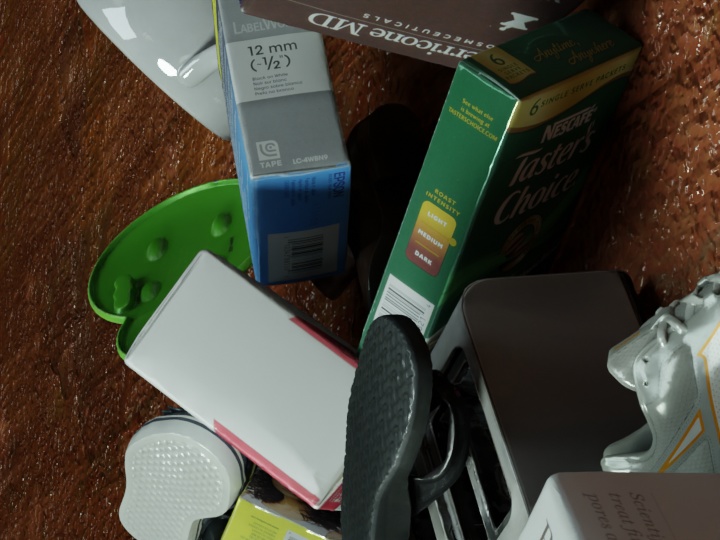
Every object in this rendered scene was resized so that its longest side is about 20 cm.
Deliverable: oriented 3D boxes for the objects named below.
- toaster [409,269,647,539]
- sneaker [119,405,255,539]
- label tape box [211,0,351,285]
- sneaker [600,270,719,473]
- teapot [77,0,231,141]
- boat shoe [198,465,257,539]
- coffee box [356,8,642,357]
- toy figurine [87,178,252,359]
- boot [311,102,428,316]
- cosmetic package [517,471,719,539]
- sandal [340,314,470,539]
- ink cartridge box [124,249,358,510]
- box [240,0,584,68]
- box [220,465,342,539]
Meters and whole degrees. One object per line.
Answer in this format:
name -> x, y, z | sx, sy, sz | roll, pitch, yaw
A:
toaster -> 0.090, 0.126, 0.988 | 0.181, 0.118, 0.200 | 115, 148, -45
sneaker -> -0.108, 0.121, 1.252 | 0.079, 0.078, 0.200 | -54, 0, -28
label tape box -> -0.053, -0.112, 1.210 | 0.143, 0.066, 0.200 | 92, 169, -63
sneaker -> 0.158, 0.029, 0.837 | 0.076, 0.092, 0.200 | -50, -24, -65
teapot -> -0.110, -0.205, 1.465 | 0.146, 0.197, 0.200 | -46, 68, 5
boat shoe -> -0.091, 0.182, 1.368 | 0.199, 0.074, 0.066 | -38, -66, -63
coffee box -> 0.074, -0.036, 1.038 | 0.044, 0.123, 0.200 | 37, 127, 24
toy figurine -> -0.088, 0.065, 1.364 | 0.200, 0.150, 0.184 | -91, -24, -56
boot -> 0.000, 0.000, 1.296 | 0.200, 0.064, 0.187 | 144, 126, -65
cosmetic package -> 0.142, 0.207, 0.793 | 0.165, 0.165, 0.200 | -113, 33, -45
sandal -> 0.023, 0.089, 0.952 | 0.201, 0.048, 0.075 | 99, 159, -50
ink cartridge box -> -0.039, 0.073, 1.150 | 0.086, 0.147, 0.200 | -54, -14, -2
box -> 0.049, -0.229, 1.025 | 0.200, 0.166, 0.165 | 142, 136, -62
box -> -0.041, 0.156, 1.247 | 0.200, 0.075, 0.050 | -68, 2, -81
